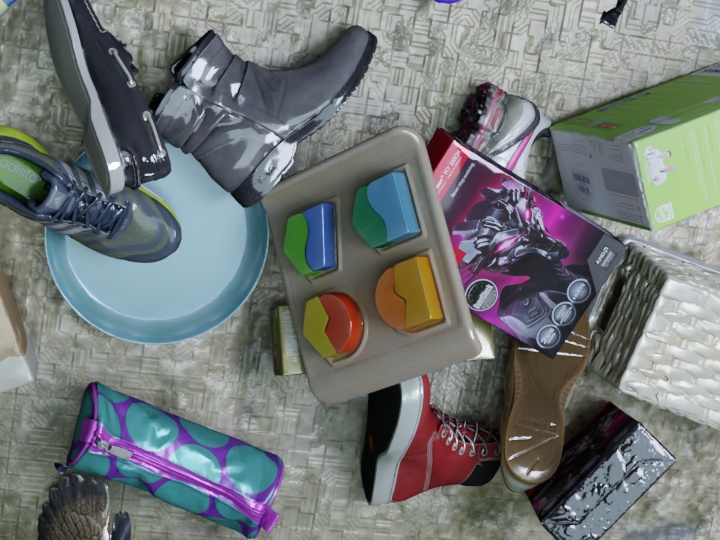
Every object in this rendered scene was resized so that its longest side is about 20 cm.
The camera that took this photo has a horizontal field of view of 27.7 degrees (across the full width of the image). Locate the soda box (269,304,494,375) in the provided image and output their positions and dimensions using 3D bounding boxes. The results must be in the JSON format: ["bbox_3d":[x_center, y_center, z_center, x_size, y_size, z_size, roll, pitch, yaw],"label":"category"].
[{"bbox_3d":[0.018,0.059,1.346,0.199,0.068,0.064,-3,86,-11],"label":"soda box"}]

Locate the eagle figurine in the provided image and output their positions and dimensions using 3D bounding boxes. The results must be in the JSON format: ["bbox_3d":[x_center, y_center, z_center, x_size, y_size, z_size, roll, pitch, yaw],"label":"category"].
[{"bbox_3d":[-0.218,0.296,1.332,0.151,0.151,0.200,-23,124,25],"label":"eagle figurine"}]

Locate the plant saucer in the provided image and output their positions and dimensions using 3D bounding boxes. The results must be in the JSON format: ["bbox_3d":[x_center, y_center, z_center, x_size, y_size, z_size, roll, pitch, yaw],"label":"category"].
[{"bbox_3d":[-0.182,-0.033,1.309,0.199,0.027,0.201,-3,104,-11],"label":"plant saucer"}]

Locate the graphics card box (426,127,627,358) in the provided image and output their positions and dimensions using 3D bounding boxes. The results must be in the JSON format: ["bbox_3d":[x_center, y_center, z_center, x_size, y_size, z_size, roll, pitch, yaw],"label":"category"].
[{"bbox_3d":[0.121,-0.022,1.287,0.200,0.051,0.126,30,99,-20],"label":"graphics card box"}]

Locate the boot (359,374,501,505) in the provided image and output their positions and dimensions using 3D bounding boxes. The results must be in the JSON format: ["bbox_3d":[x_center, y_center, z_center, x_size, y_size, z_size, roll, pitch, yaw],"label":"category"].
[{"bbox_3d":[0.080,0.144,1.351,0.144,0.073,0.200,-7,144,-11],"label":"boot"}]

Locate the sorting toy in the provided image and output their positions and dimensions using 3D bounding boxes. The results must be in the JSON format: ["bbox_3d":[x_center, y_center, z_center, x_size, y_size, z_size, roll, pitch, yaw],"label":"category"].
[{"bbox_3d":[0.000,0.000,1.235,0.036,0.185,0.201,-10,80,-51],"label":"sorting toy"}]

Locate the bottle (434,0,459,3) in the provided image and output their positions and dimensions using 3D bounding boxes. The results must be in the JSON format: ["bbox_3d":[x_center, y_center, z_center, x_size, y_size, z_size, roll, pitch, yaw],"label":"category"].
[{"bbox_3d":[0.007,-0.298,1.261,0.199,0.065,0.084,17,103,-15],"label":"bottle"}]

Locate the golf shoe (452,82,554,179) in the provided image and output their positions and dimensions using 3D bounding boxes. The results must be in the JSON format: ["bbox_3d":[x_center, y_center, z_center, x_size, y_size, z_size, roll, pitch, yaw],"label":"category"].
[{"bbox_3d":[0.111,-0.065,1.339,0.092,0.073,0.201,23,98,-18],"label":"golf shoe"}]

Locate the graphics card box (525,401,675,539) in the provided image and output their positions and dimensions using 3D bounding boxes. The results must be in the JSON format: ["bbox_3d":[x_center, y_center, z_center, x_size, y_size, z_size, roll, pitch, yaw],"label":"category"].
[{"bbox_3d":[0.217,0.190,1.352,0.125,0.200,0.051,-45,90,3],"label":"graphics card box"}]

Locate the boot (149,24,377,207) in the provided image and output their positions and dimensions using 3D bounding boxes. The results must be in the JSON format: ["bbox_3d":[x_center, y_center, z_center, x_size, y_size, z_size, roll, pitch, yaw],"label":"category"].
[{"bbox_3d":[-0.086,-0.166,1.265,0.132,0.070,0.200,41,78,-14],"label":"boot"}]

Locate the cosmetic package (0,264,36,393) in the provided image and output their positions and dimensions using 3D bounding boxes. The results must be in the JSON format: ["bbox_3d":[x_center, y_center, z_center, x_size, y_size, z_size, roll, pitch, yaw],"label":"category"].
[{"bbox_3d":[-0.362,0.014,1.259,0.105,0.071,0.201,-21,107,-6],"label":"cosmetic package"}]

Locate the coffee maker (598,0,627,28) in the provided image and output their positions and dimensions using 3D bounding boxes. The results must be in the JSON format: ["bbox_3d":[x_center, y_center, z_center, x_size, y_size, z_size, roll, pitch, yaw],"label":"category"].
[{"bbox_3d":[0.161,-0.339,1.222,0.199,0.193,0.135,22,140,-5],"label":"coffee maker"}]

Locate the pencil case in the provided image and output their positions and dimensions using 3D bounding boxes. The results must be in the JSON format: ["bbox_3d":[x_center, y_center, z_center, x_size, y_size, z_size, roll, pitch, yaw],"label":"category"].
[{"bbox_3d":[-0.170,0.176,1.330,0.199,0.092,0.085,24,98,-17],"label":"pencil case"}]

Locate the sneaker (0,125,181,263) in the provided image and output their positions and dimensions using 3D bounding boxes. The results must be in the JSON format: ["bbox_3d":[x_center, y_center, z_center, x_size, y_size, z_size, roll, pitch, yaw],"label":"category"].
[{"bbox_3d":[-0.246,-0.056,1.233,0.199,0.081,0.074,22,99,-13],"label":"sneaker"}]

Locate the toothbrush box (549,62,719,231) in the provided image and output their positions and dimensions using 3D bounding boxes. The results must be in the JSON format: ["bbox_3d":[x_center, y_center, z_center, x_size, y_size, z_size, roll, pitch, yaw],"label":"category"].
[{"bbox_3d":[0.295,-0.116,1.309,0.199,0.146,0.086,-23,108,-18],"label":"toothbrush box"}]

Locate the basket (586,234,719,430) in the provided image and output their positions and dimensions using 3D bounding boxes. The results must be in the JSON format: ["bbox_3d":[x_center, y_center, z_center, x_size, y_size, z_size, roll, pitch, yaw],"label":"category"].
[{"bbox_3d":[0.325,0.069,1.391,0.199,0.123,0.136,19,100,-17],"label":"basket"}]

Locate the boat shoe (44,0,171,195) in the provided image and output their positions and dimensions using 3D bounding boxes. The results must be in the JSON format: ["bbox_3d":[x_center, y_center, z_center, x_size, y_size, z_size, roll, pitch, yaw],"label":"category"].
[{"bbox_3d":[-0.214,-0.160,1.223,0.060,0.074,0.201,-15,71,-23],"label":"boat shoe"}]

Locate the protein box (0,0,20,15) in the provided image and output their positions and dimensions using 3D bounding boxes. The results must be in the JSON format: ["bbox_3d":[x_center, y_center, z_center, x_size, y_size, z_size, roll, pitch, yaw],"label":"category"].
[{"bbox_3d":[-0.312,-0.301,1.123,0.135,0.200,0.199,-37,108,-1],"label":"protein box"}]

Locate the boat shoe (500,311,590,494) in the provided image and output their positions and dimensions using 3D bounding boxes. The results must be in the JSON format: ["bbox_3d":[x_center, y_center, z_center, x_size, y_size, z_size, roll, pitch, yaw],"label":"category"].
[{"bbox_3d":[0.165,0.111,1.375,0.073,0.063,0.201,21,63,-2],"label":"boat shoe"}]
